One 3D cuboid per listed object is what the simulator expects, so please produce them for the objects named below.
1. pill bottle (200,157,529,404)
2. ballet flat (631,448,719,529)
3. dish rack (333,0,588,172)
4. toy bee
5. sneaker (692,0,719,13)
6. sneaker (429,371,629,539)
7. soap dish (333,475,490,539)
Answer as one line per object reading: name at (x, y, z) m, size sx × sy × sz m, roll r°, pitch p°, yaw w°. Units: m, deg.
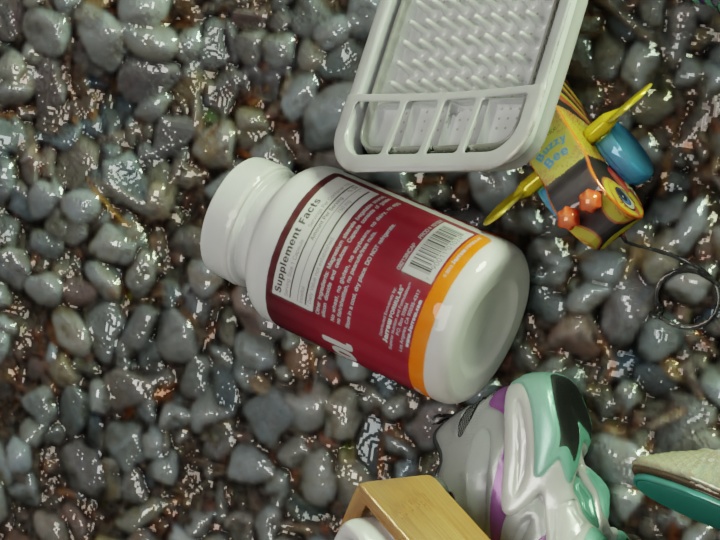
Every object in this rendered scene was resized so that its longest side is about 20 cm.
pill bottle at (0.000, 0.000, 1.411) m, size 0.200 × 0.113 × 0.113 m, roll 24°, pitch 102°, yaw 26°
ballet flat at (0.265, 0.143, 1.317) m, size 0.200 × 0.067 × 0.062 m, roll 24°, pitch 72°, yaw 21°
dish rack at (0.076, -0.146, 1.362) m, size 0.172 × 0.044 × 0.200 m, roll 1°, pitch 69°, yaw 47°
toy bee at (0.144, -0.061, 1.340) m, size 0.200 × 0.109 × 0.131 m, roll 35°, pitch 104°, yaw 22°
sneaker at (0.242, -0.163, 1.318) m, size 0.088 × 0.074 × 0.200 m, roll -31°, pitch 67°, yaw 38°
sneaker at (0.096, 0.177, 1.391) m, size 0.140 × 0.078 × 0.200 m, roll -21°, pitch 72°, yaw 27°
soap dish at (0.041, 0.232, 1.368) m, size 0.157 × 0.081 × 0.200 m, roll 47°, pitch 148°, yaw 19°
